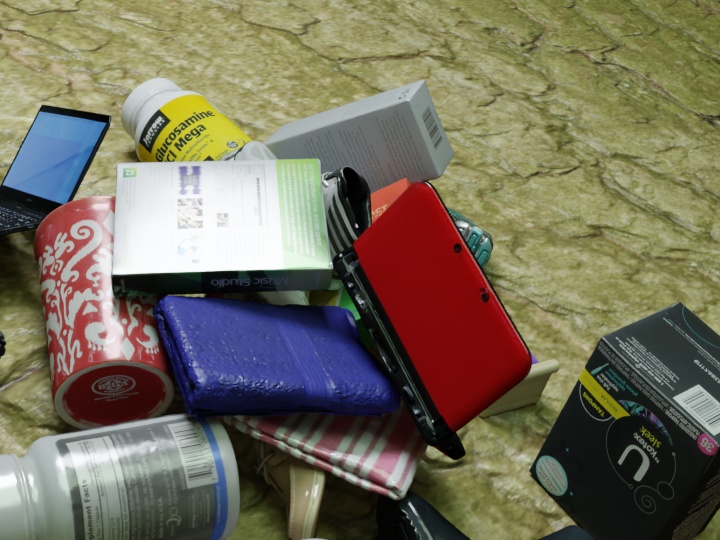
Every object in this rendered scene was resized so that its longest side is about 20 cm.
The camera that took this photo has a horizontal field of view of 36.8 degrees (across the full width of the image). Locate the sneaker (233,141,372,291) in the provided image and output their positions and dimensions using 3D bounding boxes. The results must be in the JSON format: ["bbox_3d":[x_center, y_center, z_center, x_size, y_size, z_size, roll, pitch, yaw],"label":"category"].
[{"bbox_3d":[-0.050,-0.087,1.144,0.076,0.115,0.201,-5,52,-50],"label":"sneaker"}]

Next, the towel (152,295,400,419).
[{"bbox_3d":[-0.078,0.081,0.975,0.200,0.050,0.148,6,29,-29],"label":"towel"}]

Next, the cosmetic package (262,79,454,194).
[{"bbox_3d":[-0.003,-0.141,1.276,0.200,0.101,0.071,-13,23,26],"label":"cosmetic package"}]

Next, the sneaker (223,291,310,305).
[{"bbox_3d":[-0.086,0.020,1.138,0.087,0.075,0.200,-20,41,-21],"label":"sneaker"}]

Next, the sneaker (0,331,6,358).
[{"bbox_3d":[-0.419,0.082,0.967,0.200,0.066,0.090,-27,59,-40],"label":"sneaker"}]

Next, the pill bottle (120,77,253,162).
[{"bbox_3d":[-0.196,-0.141,1.289,0.112,0.112,0.200,-22,53,-39],"label":"pill bottle"}]

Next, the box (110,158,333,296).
[{"bbox_3d":[-0.131,-0.043,1.025,0.200,0.036,0.144,-2,51,-6],"label":"box"}]

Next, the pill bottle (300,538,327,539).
[{"bbox_3d":[-0.024,0.313,0.814,0.111,0.111,0.200,-6,45,-28],"label":"pill bottle"}]

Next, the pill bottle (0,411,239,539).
[{"bbox_3d":[-0.210,0.185,0.890,0.200,0.114,0.114,-6,45,-28],"label":"pill bottle"}]

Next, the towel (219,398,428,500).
[{"bbox_3d":[-0.031,0.127,0.998,0.200,0.030,0.146,24,27,5],"label":"towel"}]

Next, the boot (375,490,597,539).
[{"bbox_3d":[0.126,0.261,0.962,0.168,0.076,0.200,-15,56,-30],"label":"boot"}]

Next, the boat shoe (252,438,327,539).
[{"bbox_3d":[-0.069,0.174,1.003,0.064,0.071,0.200,6,30,-10],"label":"boat shoe"}]

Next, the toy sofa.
[{"bbox_3d":[0.129,0.055,1.198,0.083,0.098,0.200,-10,45,-31],"label":"toy sofa"}]

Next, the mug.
[{"bbox_3d":[-0.226,0.033,1.033,0.133,0.177,0.200,44,22,-44],"label":"mug"}]

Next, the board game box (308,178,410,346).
[{"bbox_3d":[0.000,0.000,1.184,0.153,0.040,0.200,-24,37,16],"label":"board game box"}]

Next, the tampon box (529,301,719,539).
[{"bbox_3d":[0.284,0.163,1.047,0.126,0.200,0.150,-17,49,-36],"label":"tampon box"}]

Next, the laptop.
[{"bbox_3d":[-0.380,-0.103,1.123,0.200,0.103,0.177,-16,20,-36],"label":"laptop"}]

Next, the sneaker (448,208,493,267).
[{"bbox_3d":[0.077,-0.054,1.344,0.200,0.078,0.091,29,17,17],"label":"sneaker"}]

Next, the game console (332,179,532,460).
[{"bbox_3d":[0.072,0.049,0.976,0.119,0.172,0.200,-30,67,6],"label":"game console"}]
